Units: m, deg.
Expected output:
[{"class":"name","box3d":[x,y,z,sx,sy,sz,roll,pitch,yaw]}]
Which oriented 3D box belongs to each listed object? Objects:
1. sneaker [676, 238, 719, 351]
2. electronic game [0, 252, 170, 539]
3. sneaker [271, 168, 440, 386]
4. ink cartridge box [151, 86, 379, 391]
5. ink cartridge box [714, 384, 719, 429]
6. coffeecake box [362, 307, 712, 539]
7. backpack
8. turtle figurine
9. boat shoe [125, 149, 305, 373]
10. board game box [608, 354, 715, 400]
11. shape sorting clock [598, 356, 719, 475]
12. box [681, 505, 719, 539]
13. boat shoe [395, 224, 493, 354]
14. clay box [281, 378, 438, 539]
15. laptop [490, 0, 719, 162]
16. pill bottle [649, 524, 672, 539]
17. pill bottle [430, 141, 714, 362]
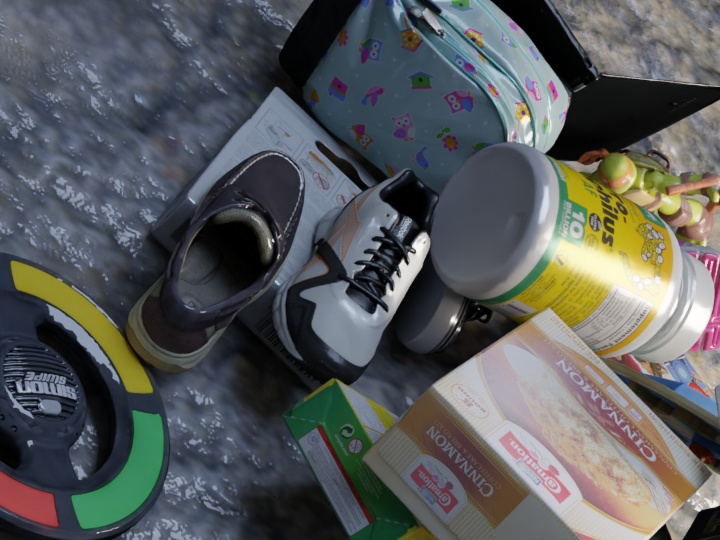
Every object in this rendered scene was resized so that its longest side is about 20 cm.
[{"class":"sneaker","box3d":[0.207,-0.002,1.961,0.200,0.081,0.088,17,20,-10]},{"class":"electronic game","box3d":[-0.197,0.074,1.544,0.200,0.042,0.200,29,40,-27]},{"class":"sneaker","box3d":[0.000,0.000,1.713,0.074,0.080,0.200,40,34,-17]},{"class":"ink cartridge box","box3d":[-0.044,-0.025,1.806,0.160,0.047,0.200,44,30,-7]},{"class":"ink cartridge box","box3d":[0.293,0.175,1.693,0.116,0.067,0.200,-87,157,-56]},{"class":"coffeecake box","box3d":[0.113,0.121,1.607,0.154,0.073,0.200,46,27,8]},{"class":"backpack","box3d":[0.048,-0.136,1.885,0.200,0.167,0.127,41,42,6]},{"class":"turtle figurine","box3d":[0.206,-0.061,2.028,0.161,0.200,0.065,36,52,-63]},{"class":"boat shoe","box3d":[-0.080,-0.015,1.661,0.072,0.065,0.200,42,45,-5]},{"class":"board game box","box3d":[0.191,0.102,1.938,0.200,0.034,0.135,-17,70,-53]},{"class":"shape sorting clock","box3d":[0.243,0.119,1.827,0.200,0.039,0.200,28,-5,3]},{"class":"box","box3d":[0.264,0.263,1.748,0.158,0.051,0.200,-11,89,-78]},{"class":"boat shoe","box3d":[0.077,0.004,1.888,0.066,0.070,0.200,37,29,-14]},{"class":"clay box","box3d":[0.030,0.147,1.658,0.115,0.048,0.200,60,10,26]},{"class":"laptop","box3d":[0.143,-0.163,1.975,0.116,0.187,0.200,-38,96,-35]},{"class":"pill bottle","box3d":[0.140,0.157,1.766,0.114,0.114,0.200,8,52,-43]},{"class":"pill bottle","box3d":[0.153,-0.005,1.824,0.200,0.113,0.113,26,41,-38]}]
